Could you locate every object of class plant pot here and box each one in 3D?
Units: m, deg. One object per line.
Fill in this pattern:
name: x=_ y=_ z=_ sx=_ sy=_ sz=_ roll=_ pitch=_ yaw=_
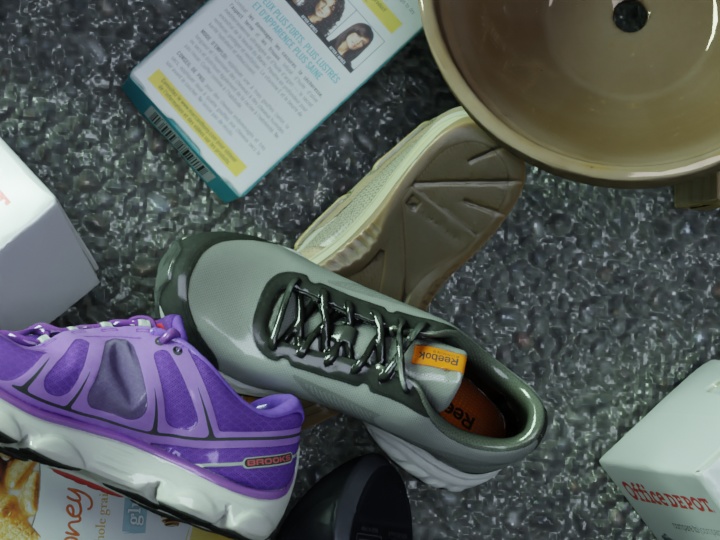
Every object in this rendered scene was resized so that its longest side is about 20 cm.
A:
plant pot: x=0.129 y=-0.133 z=0.993 sx=0.200 sy=0.093 sz=0.201 roll=-1 pitch=82 yaw=5

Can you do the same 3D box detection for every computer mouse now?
computer mouse: x=-0.020 y=0.185 z=0.995 sx=0.053 sy=0.138 sz=0.200 roll=1 pitch=76 yaw=26

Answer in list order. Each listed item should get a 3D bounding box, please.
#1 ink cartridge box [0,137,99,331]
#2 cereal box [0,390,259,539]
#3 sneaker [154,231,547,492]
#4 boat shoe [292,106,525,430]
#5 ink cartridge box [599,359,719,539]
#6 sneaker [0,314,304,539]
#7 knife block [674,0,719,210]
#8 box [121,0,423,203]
ink cartridge box: x=-0.241 y=0.002 z=0.933 sx=0.200 sy=0.084 sz=0.145 roll=-39 pitch=66 yaw=-12
cereal box: x=-0.148 y=0.100 z=0.956 sx=0.200 sy=0.040 sz=0.144 roll=2 pitch=65 yaw=-1
sneaker: x=0.000 y=0.034 z=0.948 sx=0.200 sy=0.079 sz=0.074 roll=27 pitch=67 yaw=-19
boat shoe: x=0.000 y=0.000 z=1.024 sx=0.072 sy=0.065 sz=0.200 roll=39 pitch=99 yaw=-18
ink cartridge box: x=0.225 y=0.146 z=1.023 sx=0.084 sy=0.144 sz=0.200 roll=-38 pitch=95 yaw=-11
sneaker: x=-0.114 y=0.048 z=0.887 sx=0.200 sy=0.081 sz=0.084 roll=25 pitch=77 yaw=-26
knife block: x=0.193 y=-0.154 z=1.072 sx=0.200 sy=0.064 sz=0.176 roll=-45 pitch=96 yaw=-10
box: x=-0.018 y=-0.130 z=1.031 sx=0.200 sy=0.049 sz=0.082 roll=-43 pitch=97 yaw=-11
